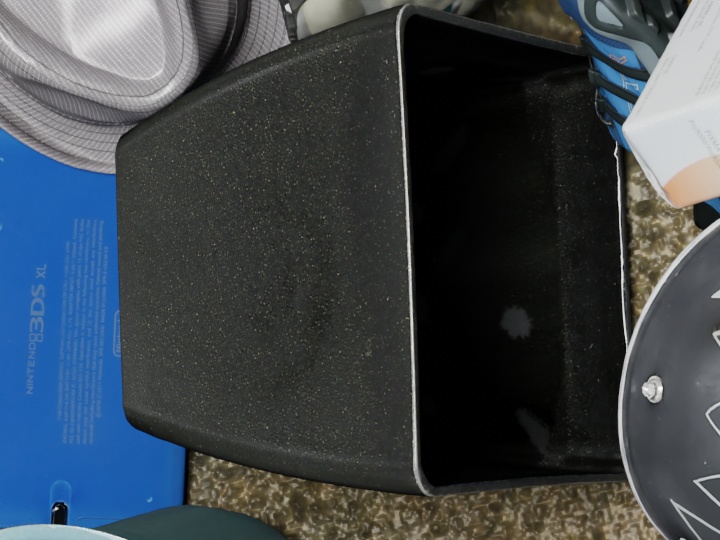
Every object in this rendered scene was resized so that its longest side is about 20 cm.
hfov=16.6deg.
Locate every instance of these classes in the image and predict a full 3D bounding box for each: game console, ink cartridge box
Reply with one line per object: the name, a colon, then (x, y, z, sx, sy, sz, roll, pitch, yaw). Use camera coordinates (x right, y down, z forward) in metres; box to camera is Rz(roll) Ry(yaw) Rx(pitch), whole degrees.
game console: (-0.176, 0.030, 1.259, 0.170, 0.118, 0.201, 3, 88, -10)
ink cartridge box: (0.216, -0.111, 0.971, 0.200, 0.162, 0.050, -14, 122, 40)

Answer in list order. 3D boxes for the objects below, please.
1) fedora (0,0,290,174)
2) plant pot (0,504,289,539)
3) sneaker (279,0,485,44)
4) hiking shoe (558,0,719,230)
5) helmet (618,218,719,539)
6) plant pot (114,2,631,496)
fedora: (-0.124, -0.134, 1.147, 0.177, 0.090, 0.200, -33, 102, 7)
plant pot: (-0.100, 0.196, 1.114, 0.200, 0.196, 0.201, 1, 95, 14)
sneaker: (0.017, -0.142, 1.103, 0.093, 0.200, 0.071, -16, 89, 13)
hiking shoe: (0.122, -0.096, 1.091, 0.200, 0.074, 0.087, 50, 138, -2)
helmet: (0.203, 0.051, 0.974, 0.199, 0.191, 0.201, 1, 100, 7)
plant pot: (0.000, 0.000, 1.112, 0.177, 0.200, 0.200, -5, 85, 33)
